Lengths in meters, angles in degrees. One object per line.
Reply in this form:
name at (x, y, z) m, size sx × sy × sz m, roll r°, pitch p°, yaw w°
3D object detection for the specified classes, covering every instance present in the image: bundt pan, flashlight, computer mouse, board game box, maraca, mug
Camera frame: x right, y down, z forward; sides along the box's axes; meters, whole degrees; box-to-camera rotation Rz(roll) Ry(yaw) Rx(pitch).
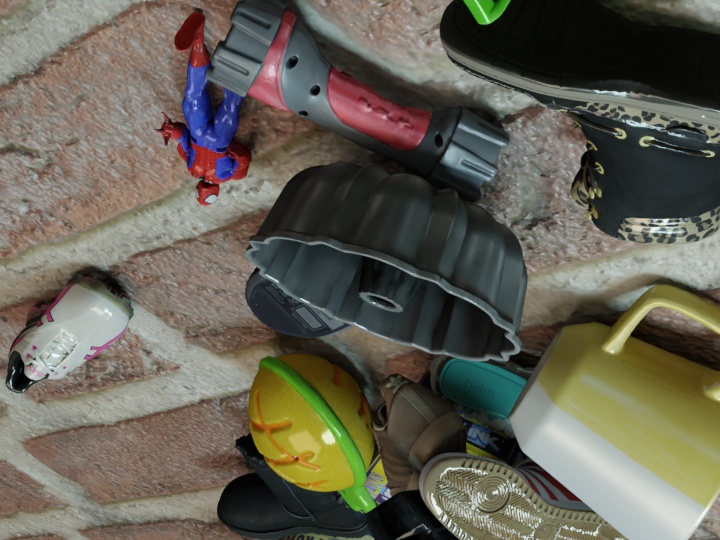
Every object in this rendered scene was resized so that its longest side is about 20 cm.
bundt pan at (0.027, -0.011, 1.079) m, size 0.201 × 0.076 × 0.202 m, roll 20°, pitch 164°, yaw 6°
flashlight at (0.001, -0.114, 1.031) m, size 0.199 × 0.068 × 0.068 m, roll 24°, pitch -175°, yaw -8°
computer mouse at (0.000, 0.000, 1.238) m, size 0.199 × 0.053 × 0.139 m, roll -14°, pitch 133°, yaw 31°
board game box at (0.097, 0.187, 1.466) m, size 0.165 × 0.057 × 0.200 m, roll 27°, pitch 151°, yaw -2°
maraca at (-0.039, 0.152, 1.446) m, size 0.137 × 0.107 × 0.200 m, roll 41°, pitch 160°, yaw 38°
mug at (0.207, 0.101, 1.194) m, size 0.153 × 0.187 × 0.149 m, roll 31°, pitch -176°, yaw 5°

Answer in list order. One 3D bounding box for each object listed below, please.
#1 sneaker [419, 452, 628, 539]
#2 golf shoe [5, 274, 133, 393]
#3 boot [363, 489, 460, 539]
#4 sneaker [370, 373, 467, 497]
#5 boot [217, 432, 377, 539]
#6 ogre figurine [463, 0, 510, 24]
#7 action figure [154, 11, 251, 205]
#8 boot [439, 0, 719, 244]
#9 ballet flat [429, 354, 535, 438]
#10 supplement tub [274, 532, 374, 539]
sneaker at (0.118, 0.179, 1.285) m, size 0.199 × 0.071 × 0.113 m, roll 24°, pitch -168°, yaw -26°
golf shoe at (-0.280, 0.068, 1.510) m, size 0.072 × 0.092 × 0.200 m, roll 35°, pitch 148°, yaw -17°
boot at (0.100, 0.245, 1.291) m, size 0.165 × 0.066 × 0.200 m, roll 45°, pitch -169°, yaw 19°
sneaker at (0.046, 0.144, 1.333) m, size 0.076 × 0.070 × 0.200 m, roll 50°, pitch 160°, yaw 18°
boot at (-0.084, 0.216, 1.632) m, size 0.197 × 0.074 × 0.163 m, roll 1°, pitch 147°, yaw 23°
ogre figurine at (0.057, -0.199, 0.807) m, size 0.199 × 0.098 × 0.120 m, roll -8°, pitch 132°, yaw 37°
action figure at (-0.110, -0.104, 1.144) m, size 0.065 × 0.052 × 0.200 m, roll 17°, pitch 153°, yaw 4°
boot at (0.144, -0.090, 0.956) m, size 0.199 × 0.073 × 0.151 m, roll 12°, pitch 150°, yaw 10°
ballet flat at (0.151, 0.112, 1.309) m, size 0.199 × 0.072 × 0.072 m, roll 26°, pitch 151°, yaw 0°
supplement tub at (-0.045, 0.363, 1.714) m, size 0.144 × 0.201 × 0.145 m, roll 18°, pitch 151°, yaw 10°
